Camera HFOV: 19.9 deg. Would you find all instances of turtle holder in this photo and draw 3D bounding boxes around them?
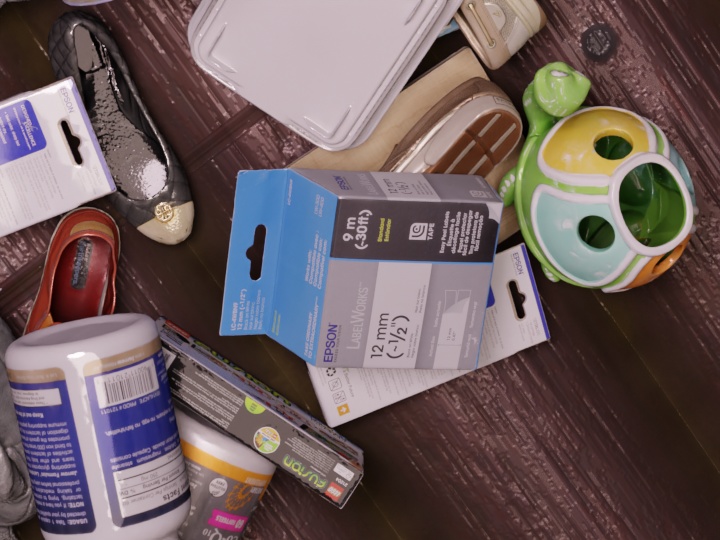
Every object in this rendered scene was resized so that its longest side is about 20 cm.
[{"bbox_3d":[0.198,-0.074,1.624,0.140,0.132,0.187,-6,97,-21],"label":"turtle holder"}]

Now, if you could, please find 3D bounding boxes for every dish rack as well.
[{"bbox_3d":[-0.032,-0.193,1.570,0.171,0.044,0.200,33,122,-5],"label":"dish rack"}]

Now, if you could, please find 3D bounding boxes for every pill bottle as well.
[{"bbox_3d":[-0.187,0.141,1.508,0.115,0.116,0.202,-11,99,-8],"label":"pill bottle"},{"bbox_3d":[-0.156,0.210,1.627,0.116,0.116,0.201,25,94,-12],"label":"pill bottle"}]

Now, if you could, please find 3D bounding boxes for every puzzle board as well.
[{"bbox_3d":[0.043,-0.065,1.669,0.199,0.017,0.151,-34,104,-2],"label":"puzzle board"}]

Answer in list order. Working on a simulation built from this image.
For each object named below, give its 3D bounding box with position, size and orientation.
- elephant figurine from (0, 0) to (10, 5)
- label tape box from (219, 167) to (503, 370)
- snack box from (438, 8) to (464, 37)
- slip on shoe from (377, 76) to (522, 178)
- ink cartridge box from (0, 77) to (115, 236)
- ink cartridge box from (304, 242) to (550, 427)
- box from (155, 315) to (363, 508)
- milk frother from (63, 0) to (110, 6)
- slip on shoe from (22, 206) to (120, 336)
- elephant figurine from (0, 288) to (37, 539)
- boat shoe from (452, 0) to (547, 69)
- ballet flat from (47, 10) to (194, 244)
[{"bbox_3d":[-0.277,-0.249,1.513,0.200,0.141,0.155,44,88,-11],"label":"elephant figurine"},{"bbox_3d":[0.000,0.000,1.577,0.198,0.066,0.144,1,114,-18],"label":"label tape box"},{"bbox_3d":[0.085,-0.259,1.634,0.199,0.037,0.117,-23,102,-6],"label":"snack box"},{"bbox_3d":[0.043,-0.073,1.632,0.076,0.061,0.200,27,113,-39],"label":"slip on shoe"},{"bbox_3d":[-0.296,-0.071,1.583,0.198,0.037,0.095,-21,101,3],"label":"ink cartridge box"},{"bbox_3d":[0.049,0.048,1.666,0.198,0.037,0.095,-21,118,-4],"label":"ink cartridge box"},{"bbox_3d":[-0.088,0.109,1.609,0.199,0.110,0.035,34,94,-2],"label":"box"},{"bbox_3d":[-0.219,-0.267,1.393,0.199,0.181,0.189,-24,114,-7],"label":"milk frother"},{"bbox_3d":[-0.229,0.051,1.618,0.073,0.061,0.202,10,99,-13],"label":"slip on shoe"},{"bbox_3d":[-0.278,0.130,1.578,0.141,0.155,0.200,-39,91,-11],"label":"elephant figurine"},{"bbox_3d":[0.058,-0.242,1.578,0.065,0.072,0.200,-45,107,-2],"label":"boat shoe"},{"bbox_3d":[-0.190,-0.108,1.601,0.066,0.057,0.201,-29,102,-5],"label":"ballet flat"}]
